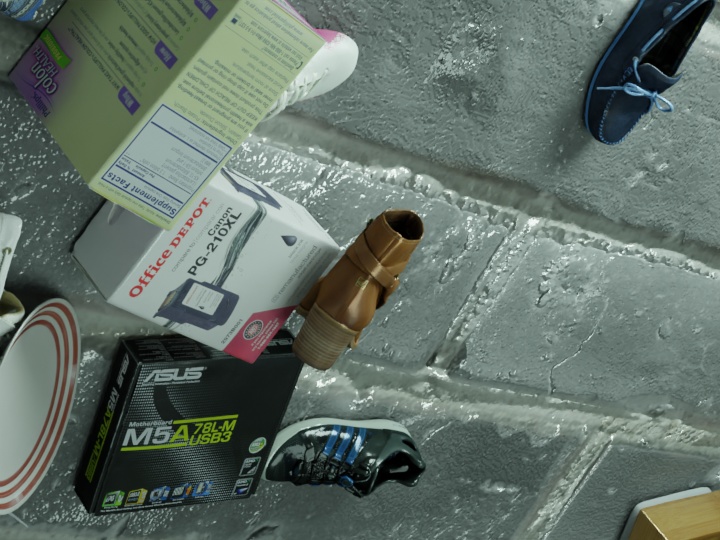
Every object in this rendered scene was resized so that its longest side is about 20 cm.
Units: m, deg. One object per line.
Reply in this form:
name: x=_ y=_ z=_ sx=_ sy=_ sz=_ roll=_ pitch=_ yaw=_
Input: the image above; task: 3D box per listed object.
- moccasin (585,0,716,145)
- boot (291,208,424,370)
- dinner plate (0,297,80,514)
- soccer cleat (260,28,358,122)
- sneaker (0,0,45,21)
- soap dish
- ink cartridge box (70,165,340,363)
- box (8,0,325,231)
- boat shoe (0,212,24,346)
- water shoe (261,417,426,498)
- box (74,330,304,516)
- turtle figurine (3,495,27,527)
moccasin: x=0.292 y=-0.211 z=1.759 sx=0.080 sy=0.068 sz=0.200 roll=0 pitch=125 yaw=-37
boot: x=0.000 y=0.000 z=1.647 sx=0.155 sy=0.077 sz=0.200 roll=-56 pitch=178 yaw=15
dinner plate: x=-0.302 y=0.120 z=1.551 sx=0.200 sy=0.024 sz=0.201 roll=14 pitch=90 yaw=-80
soccer cleat: x=-0.078 y=-0.161 z=1.510 sx=0.200 sy=0.086 sz=0.070 roll=-12 pitch=131 yaw=-29
sneaker: x=-0.217 y=-0.268 z=1.338 sx=0.200 sy=0.077 sz=0.085 roll=-36 pitch=149 yaw=5
soap dish: x=0.422 y=0.399 z=2.363 sx=0.157 sy=0.081 sz=0.200 roll=-7 pitch=127 yaw=-32
ink cartridge box: x=-0.140 y=-0.017 z=1.586 sx=0.200 sy=0.084 sz=0.145 roll=27 pitch=105 yaw=-47
box: x=-0.157 y=-0.168 z=1.376 sx=0.200 sy=0.176 sz=0.097 roll=-49 pitch=137 yaw=8
boat shoe: x=-0.325 y=0.039 z=1.495 sx=0.069 sy=0.071 sz=0.200 roll=4 pitch=123 yaw=-17
water shoe: x=-0.016 y=0.205 z=1.871 sx=0.200 sy=0.079 sz=0.072 roll=-5 pitch=127 yaw=-34
box: x=-0.170 y=0.152 z=1.737 sx=0.200 sy=0.048 sz=0.193 roll=-1 pitch=127 yaw=-37
turtle figurine: x=-0.416 y=0.226 z=1.576 sx=0.200 sy=0.101 sz=0.150 roll=31 pitch=88 yaw=-31
